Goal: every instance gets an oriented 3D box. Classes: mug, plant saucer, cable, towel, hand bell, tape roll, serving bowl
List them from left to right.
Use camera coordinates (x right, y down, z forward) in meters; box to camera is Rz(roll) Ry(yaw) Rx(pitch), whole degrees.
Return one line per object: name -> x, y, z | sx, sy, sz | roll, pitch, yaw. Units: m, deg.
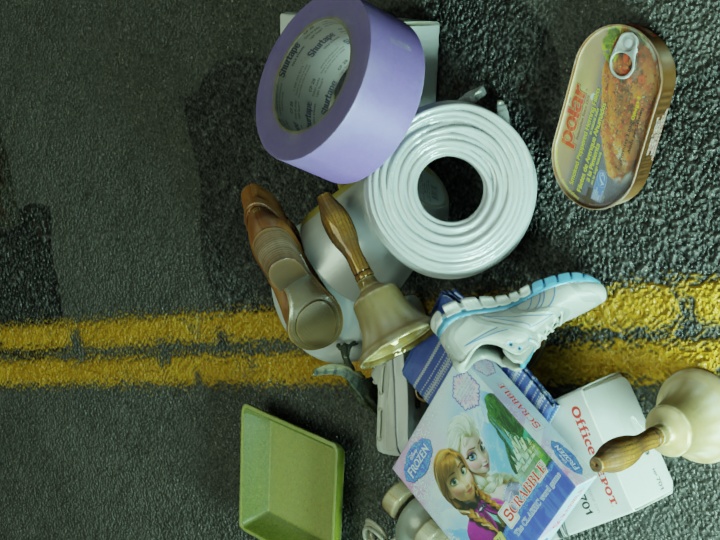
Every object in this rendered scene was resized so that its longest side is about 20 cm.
plant saucer -> -0.090, 0.304, 1.844 | 0.199, 0.048, 0.202 | 17, 112, 42
serving bowl -> -0.057, 0.033, 1.721 | 0.199, 0.066, 0.202 | 23, 121, 43
tape roll -> -0.025, -0.205, 1.459 | 0.199, 0.085, 0.202 | -23, 57, 42
hand bell -> 0.000, 0.000, 1.492 | 0.104, 0.104, 0.201 | -40, 73, 42
mug -> 0.018, -0.074, 1.585 | 0.153, 0.149, 0.187 | -45, 74, 33
cable -> 0.103, -0.092, 1.470 | 0.069, 0.199, 0.201 | 168, 79, -88
towel -> 0.131, 0.135, 1.490 | 0.200, 0.024, 0.145 | 49, 129, 30
hand bell -> 0.295, 0.173, 1.319 | 0.104, 0.199, 0.105 | 13, 109, 42

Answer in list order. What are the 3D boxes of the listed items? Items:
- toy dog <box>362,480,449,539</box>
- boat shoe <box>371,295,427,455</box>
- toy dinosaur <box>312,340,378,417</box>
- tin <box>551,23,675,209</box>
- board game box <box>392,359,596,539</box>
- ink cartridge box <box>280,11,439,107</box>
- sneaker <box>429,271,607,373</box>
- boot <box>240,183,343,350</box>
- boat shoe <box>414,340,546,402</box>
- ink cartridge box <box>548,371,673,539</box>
toy dog -> 0.086, 0.336, 1.647 | 0.132, 0.096, 0.200 | 58, 155, 18
boat shoe -> 0.047, 0.133, 1.630 | 0.065, 0.072, 0.202 | -3, 88, 33
toy dinosaur -> 0.003, 0.139, 1.661 | 0.047, 0.200, 0.089 | -20, 49, 26
tin -> 0.269, -0.164, 1.383 | 0.112, 0.042, 0.201 | 29, 119, 33
board game box -> 0.143, 0.226, 1.457 | 0.200, 0.041, 0.201 | 48, 130, 28
ink cartridge box -> -0.004, -0.241, 1.602 | 0.199, 0.087, 0.147 | 15, 110, 43
sneaker -> 0.182, 0.066, 1.425 | 0.075, 0.198, 0.087 | 79, 173, -58
boot -> -0.093, -0.004, 1.633 | 0.076, 0.200, 0.156 | -30, 46, 4
boat shoe -> 0.140, 0.113, 1.550 | 0.200, 0.074, 0.076 | -43, 70, 42
ink cartridge box -> 0.233, 0.222, 1.475 | 0.200, 0.085, 0.147 | -34, 74, 45
